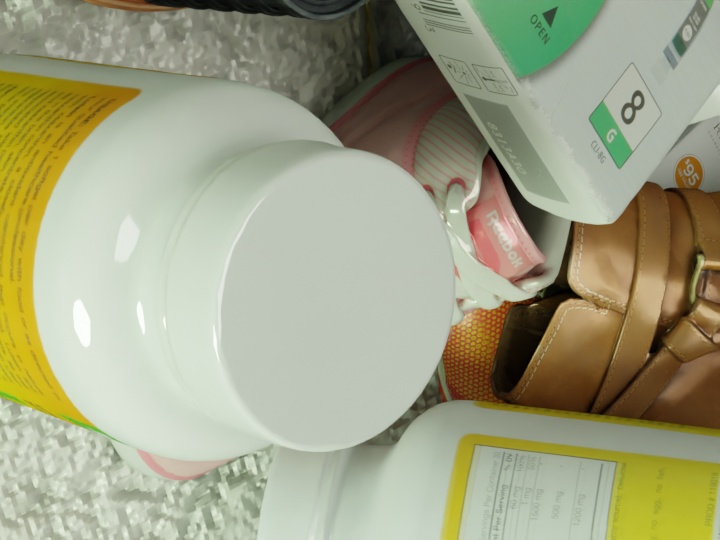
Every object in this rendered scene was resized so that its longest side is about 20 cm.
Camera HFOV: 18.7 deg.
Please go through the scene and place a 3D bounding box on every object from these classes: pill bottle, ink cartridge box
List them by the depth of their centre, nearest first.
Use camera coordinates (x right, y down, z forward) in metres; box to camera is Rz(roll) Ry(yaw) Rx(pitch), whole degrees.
[{"bbox_3d":[-0.065,-0.005,0.657,0.111,0.200,0.111,-7,102,-37],"label":"pill bottle"},{"bbox_3d":[0.091,-0.140,0.714,0.200,0.050,0.161,-50,130,-16],"label":"ink cartridge box"},{"bbox_3d":[0.069,0.106,0.773,0.112,0.200,0.112,6,90,-78],"label":"pill bottle"}]

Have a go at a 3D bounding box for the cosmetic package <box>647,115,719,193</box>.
[{"bbox_3d":[0.146,0.031,0.924,0.083,0.051,0.200,-43,121,-25],"label":"cosmetic package"}]

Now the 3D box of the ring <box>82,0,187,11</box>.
[{"bbox_3d":[-0.072,-0.188,0.736,0.200,0.019,0.201,-7,102,-38],"label":"ring"}]

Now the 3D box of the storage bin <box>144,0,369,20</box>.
[{"bbox_3d":[-0.001,-0.184,0.722,0.200,0.094,0.135,-38,120,-28],"label":"storage bin"}]

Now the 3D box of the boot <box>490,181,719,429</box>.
[{"bbox_3d":[0.141,-0.012,0.837,0.155,0.077,0.200,21,89,-18],"label":"boot"}]

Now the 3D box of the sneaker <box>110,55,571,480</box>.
[{"bbox_3d":[0.000,0.000,0.771,0.200,0.105,0.075,-47,124,-21],"label":"sneaker"}]

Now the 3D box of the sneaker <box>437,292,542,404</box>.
[{"bbox_3d":[0.094,0.074,0.873,0.073,0.077,0.200,-41,117,-24],"label":"sneaker"}]

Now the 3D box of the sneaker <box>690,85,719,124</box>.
[{"bbox_3d":[0.131,-0.138,0.846,0.200,0.081,0.147,-20,100,-21],"label":"sneaker"}]
